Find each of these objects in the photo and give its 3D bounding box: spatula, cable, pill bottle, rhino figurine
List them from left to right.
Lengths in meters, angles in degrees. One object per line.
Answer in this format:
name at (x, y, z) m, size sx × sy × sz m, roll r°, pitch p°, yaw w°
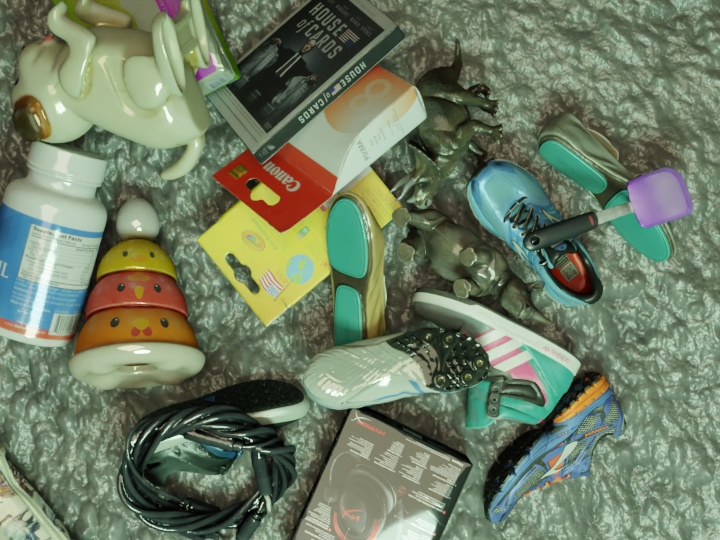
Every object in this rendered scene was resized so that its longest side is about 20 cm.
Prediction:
pill bottle at (-0.332, -0.031, 1.288) m, size 0.110 × 0.112 × 0.203 m, roll 16°, pitch 96°, yaw 0°
cable at (-0.160, 0.213, 1.277) m, size 0.163 × 0.051 × 0.199 m, roll -42°, pitch 124°, yaw 16°
rhino figurine at (0.123, -0.002, 1.296) m, size 0.199 × 0.087 × 0.060 m, roll 35°, pitch 108°, yaw 18°
spatula at (0.256, -0.058, 1.269) m, size 0.197 × 0.021 × 0.057 m, roll -18°, pitch 86°, yaw -18°

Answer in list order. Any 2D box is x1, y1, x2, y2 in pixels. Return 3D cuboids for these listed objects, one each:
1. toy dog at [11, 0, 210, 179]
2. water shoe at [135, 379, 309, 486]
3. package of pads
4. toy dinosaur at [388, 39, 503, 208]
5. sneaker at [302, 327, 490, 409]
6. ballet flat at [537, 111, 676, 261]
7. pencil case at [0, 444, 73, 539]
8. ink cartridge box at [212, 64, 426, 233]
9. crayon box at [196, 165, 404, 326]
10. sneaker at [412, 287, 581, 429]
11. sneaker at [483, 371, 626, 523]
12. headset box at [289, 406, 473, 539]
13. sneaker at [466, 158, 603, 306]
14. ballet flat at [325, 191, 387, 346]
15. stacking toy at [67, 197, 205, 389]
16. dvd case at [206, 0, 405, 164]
toy dog at (-0.256, -0.189, 1.232) m, size 0.196 × 0.140 × 0.196 m, roll -4°, pitch 124°, yaw 12°
water shoe at (-0.149, 0.178, 1.331) m, size 0.196 × 0.072 × 0.080 m, roll -12°, pitch 117°, yaw -2°
package of pads at (-0.240, -0.263, 1.308) m, size 0.153 × 0.068 × 0.203 m, roll -26°, pitch 89°, yaw 14°
toy dinosaur at (0.093, -0.168, 1.295) m, size 0.100 × 0.077 × 0.204 m, roll 8°, pitch 74°, yaw -14°
sneaker at (0.037, 0.103, 1.277) m, size 0.196 × 0.073 × 0.073 m, roll -6°, pitch 79°, yaw 2°
ballet flat at (0.280, -0.097, 1.329) m, size 0.200 × 0.067 × 0.064 m, roll 42°, pitch 59°, yaw -2°
pencil case at (-0.358, 0.282, 1.311) m, size 0.089 × 0.078 × 0.201 m, roll -40°, pitch 90°, yaw 20°
ink cartridge box at (-0.053, -0.145, 1.268) m, size 0.199 × 0.162 × 0.051 m, roll -38°, pitch 132°, yaw -14°
crayon box at (-0.065, -0.051, 1.330) m, size 0.199 × 0.051 × 0.128 m, roll -39°, pitch 90°, yaw -1°
sneaker at (0.129, 0.109, 1.318) m, size 0.198 × 0.084 × 0.122 m, roll 26°, pitch 80°, yaw -1°
sneaker at (0.212, 0.205, 1.321) m, size 0.200 × 0.075 × 0.079 m, roll -44°, pitch 93°, yaw 1°
headset box at (0.014, 0.265, 1.316) m, size 0.147 × 0.075 × 0.203 m, roll 24°, pitch 89°, yaw 0°
sneaker at (0.196, -0.041, 1.296) m, size 0.078 × 0.090 × 0.200 m, roll -45°, pitch 103°, yaw -1°
ballet flat at (0.000, 0.000, 1.293) m, size 0.068 × 0.063 × 0.203 m, roll 24°, pitch 127°, yaw 32°
stacking toy at (-0.243, 0.019, 1.306) m, size 0.143 × 0.146 × 0.204 m, roll -6°, pitch 73°, yaw 0°
dvd case at (-0.063, -0.218, 1.296) m, size 0.199 × 0.151 × 0.025 m, roll -41°, pitch 133°, yaw 0°
